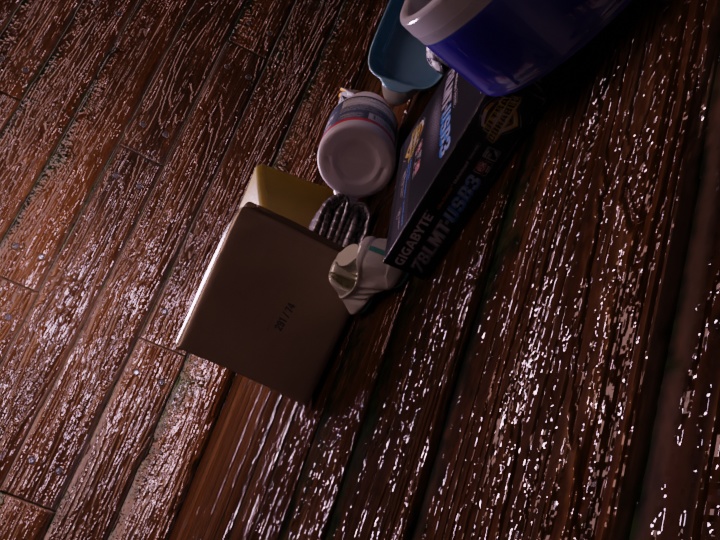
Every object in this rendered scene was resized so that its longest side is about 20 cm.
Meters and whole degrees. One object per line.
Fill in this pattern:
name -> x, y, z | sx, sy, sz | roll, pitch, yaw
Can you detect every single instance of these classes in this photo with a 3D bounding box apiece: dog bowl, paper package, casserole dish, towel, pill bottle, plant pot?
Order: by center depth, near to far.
dog bowl -> 0.117, -0.213, 0.456 | 0.200, 0.079, 0.201 | -48, 18, 21
paper package -> -0.111, 0.040, 0.932 | 0.201, 0.189, 0.103 | -64, 9, 6
casserole dish -> 0.090, -0.334, 0.997 | 0.202, 0.120, 0.039 | -67, -21, 0
towel -> -0.060, -0.015, 1.113 | 0.166, 0.085, 0.202 | 174, 119, -81
pill bottle -> 0.001, -0.209, 1.139 | 0.201, 0.119, 0.120 | -81, 17, -60
plant pot -> -0.140, -0.047, 1.381 | 0.177, 0.198, 0.201 | -97, 30, -52

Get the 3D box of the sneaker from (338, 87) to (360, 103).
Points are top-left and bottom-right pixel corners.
sneaker -> -0.044, -0.620, 2.646 | 0.200, 0.077, 0.078 | -166, 86, -84

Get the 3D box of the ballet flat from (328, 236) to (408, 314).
ballet flat -> 0.000, 0.000, 0.787 | 0.200, 0.069, 0.070 | 140, 152, -71

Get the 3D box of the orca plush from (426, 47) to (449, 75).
orca plush -> 0.134, -0.278, 0.802 | 0.105, 0.071, 0.200 | -16, -22, -37

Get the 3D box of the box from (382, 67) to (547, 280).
box -> 0.090, -0.126, 0.643 | 0.201, 0.049, 0.199 | -78, 14, -49

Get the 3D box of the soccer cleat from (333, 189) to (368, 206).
soccer cleat -> -0.016, -0.161, 1.255 | 0.077, 0.069, 0.201 | -27, 24, 29

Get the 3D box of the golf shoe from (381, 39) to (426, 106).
golf shoe -> 0.073, -0.312, 1.107 | 0.092, 0.075, 0.200 | -64, 5, -31
